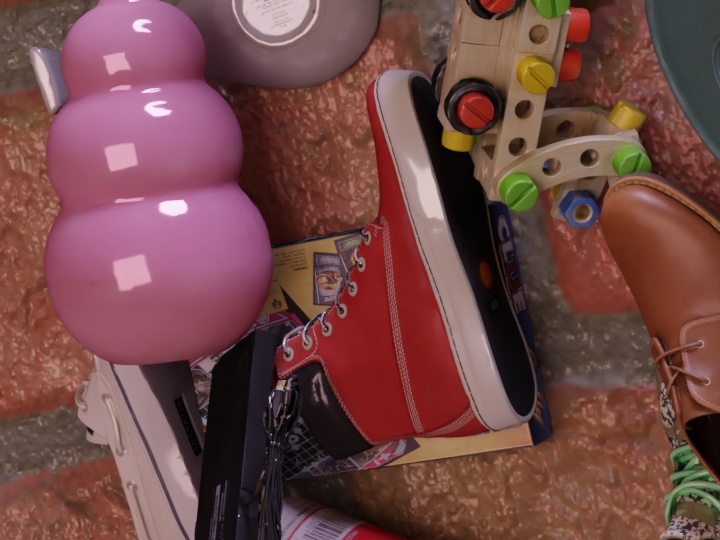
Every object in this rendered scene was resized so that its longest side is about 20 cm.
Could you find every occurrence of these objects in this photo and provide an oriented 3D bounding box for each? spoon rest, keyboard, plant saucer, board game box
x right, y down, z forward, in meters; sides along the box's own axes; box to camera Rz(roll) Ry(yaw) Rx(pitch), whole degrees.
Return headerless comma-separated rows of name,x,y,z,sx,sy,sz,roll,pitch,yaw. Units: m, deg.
spoon rest,-0.085,-0.139,1.335,0.200,0.061,0.099,-17,92,11
keyboard,-0.061,0.127,1.252,0.127,0.021,0.200,143,135,-61
plant saucer,0.197,-0.091,1.125,0.027,0.200,0.200,-34,81,-16
board game box,-0.002,0.045,1.329,0.200,0.035,0.136,-10,93,24

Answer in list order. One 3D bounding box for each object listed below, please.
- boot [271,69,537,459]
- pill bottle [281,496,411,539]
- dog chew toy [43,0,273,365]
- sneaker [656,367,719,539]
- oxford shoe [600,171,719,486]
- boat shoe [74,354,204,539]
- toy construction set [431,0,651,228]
boot,0.000,0.000,1.266,0.144,0.072,0.200,-12,96,25
pill bottle,0.027,0.208,1.297,0.200,0.112,0.112,20,105,20
dog chew toy,-0.114,-0.052,1.275,0.125,0.125,0.200,-4,96,24
sneaker,0.186,0.121,1.210,0.077,0.089,0.200,-25,68,33
oxford shoe,0.174,0.040,1.170,0.200,0.071,0.071,58,137,10
boat shoe,-0.134,0.078,1.375,0.070,0.071,0.200,-19,96,22
toy construction set,0.106,-0.113,1.217,0.131,0.092,0.200,3,100,-13
